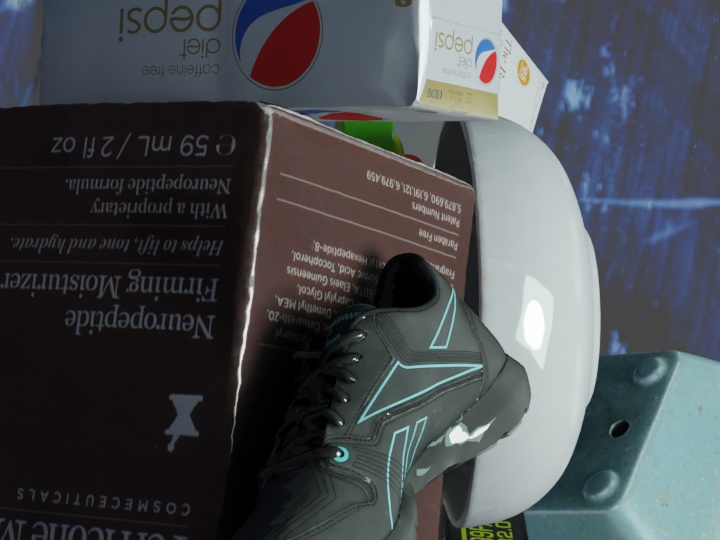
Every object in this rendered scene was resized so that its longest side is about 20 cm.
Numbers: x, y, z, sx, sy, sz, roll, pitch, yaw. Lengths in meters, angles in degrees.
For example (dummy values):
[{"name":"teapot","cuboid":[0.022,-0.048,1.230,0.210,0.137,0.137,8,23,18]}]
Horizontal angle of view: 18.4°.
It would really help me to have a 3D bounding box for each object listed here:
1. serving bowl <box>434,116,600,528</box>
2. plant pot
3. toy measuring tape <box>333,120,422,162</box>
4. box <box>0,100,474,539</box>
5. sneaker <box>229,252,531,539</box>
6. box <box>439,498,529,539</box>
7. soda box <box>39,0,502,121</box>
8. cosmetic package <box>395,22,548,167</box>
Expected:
[{"name":"serving bowl","cuboid":[0.075,0.023,1.065,0.200,0.066,0.200,180,-90,-85]},{"name":"plant pot","cuboid":[0.163,0.155,1.292,0.200,0.196,0.196,51,50,-32]},{"name":"toy measuring tape","cuboid":[0.000,0.000,1.125,0.074,0.074,0.200,11,75,-56]},{"name":"box","cuboid":[-0.068,0.043,0.944,0.164,0.166,0.200,18,76,-56]},{"name":"sneaker","cuboid":[-0.008,0.063,0.841,0.200,0.075,0.079,-44,112,-52]},{"name":"box","cuboid":[0.057,0.203,1.135,0.200,0.044,0.160,-90,-175,-71]},{"name":"soda box","cuboid":[-0.040,-0.096,0.949,0.068,0.200,0.064,2,89,-57]},{"name":"cosmetic package","cuboid":[0.042,-0.041,1.214,0.083,0.051,0.200,46,54,-48]}]
